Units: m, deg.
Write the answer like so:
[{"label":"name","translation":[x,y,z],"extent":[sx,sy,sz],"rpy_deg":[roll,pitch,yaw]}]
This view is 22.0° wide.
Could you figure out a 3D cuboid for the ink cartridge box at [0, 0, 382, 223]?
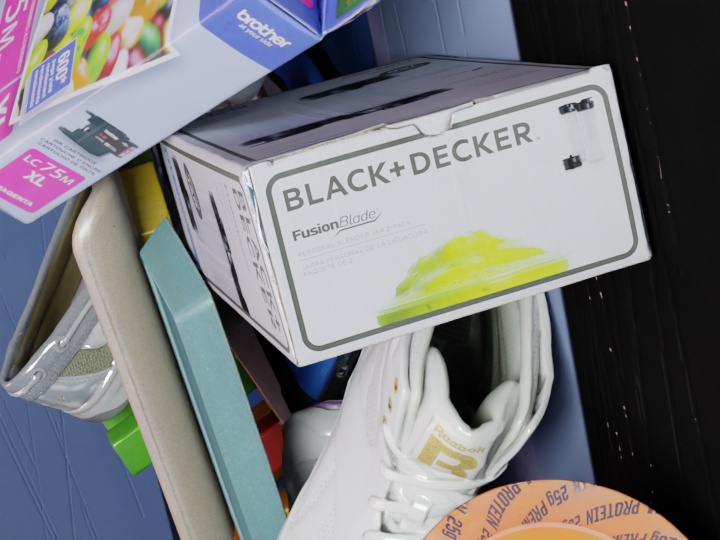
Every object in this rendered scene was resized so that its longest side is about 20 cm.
[{"label":"ink cartridge box","translation":[-0.065,-0.108,0.659],"extent":[0.199,0.042,0.120],"rpy_deg":[-24,48,38]}]

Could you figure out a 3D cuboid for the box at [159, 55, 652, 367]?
[{"label":"box","translation":[0.004,-0.028,0.619],"extent":[0.200,0.115,0.061],"rpy_deg":[-155,50,-74]}]

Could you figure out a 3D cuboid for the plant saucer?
[{"label":"plant saucer","translation":[-0.048,0.078,0.744],"extent":[0.070,0.019,0.202],"rpy_deg":[-127,19,-56]}]

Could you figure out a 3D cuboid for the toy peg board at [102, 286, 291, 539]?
[{"label":"toy peg board","translation":[-0.069,0.103,1.037],"extent":[0.200,0.097,0.200],"rpy_deg":[57,175,-20]}]

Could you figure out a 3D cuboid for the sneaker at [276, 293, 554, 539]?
[{"label":"sneaker","translation":[0.014,0.083,0.665],"extent":[0.116,0.073,0.202],"rpy_deg":[123,163,-71]}]

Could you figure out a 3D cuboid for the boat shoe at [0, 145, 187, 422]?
[{"label":"boat shoe","translation":[-0.129,-0.026,0.954],"extent":[0.074,0.064,0.204],"rpy_deg":[13,83,46]}]

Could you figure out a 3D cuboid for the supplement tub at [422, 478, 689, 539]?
[{"label":"supplement tub","translation":[0.058,0.162,0.597],"extent":[0.201,0.121,0.123],"rpy_deg":[89,161,-50]}]

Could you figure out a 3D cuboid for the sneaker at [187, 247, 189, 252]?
[{"label":"sneaker","translation":[-0.102,-0.088,1.051],"extent":[0.201,0.077,0.117],"rpy_deg":[-89,-6,-62]}]

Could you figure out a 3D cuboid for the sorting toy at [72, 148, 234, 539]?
[{"label":"sorting toy","translation":[-0.090,-0.002,0.821],"extent":[0.201,0.036,0.187],"rpy_deg":[-106,1,-56]}]

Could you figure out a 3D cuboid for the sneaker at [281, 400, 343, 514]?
[{"label":"sneaker","translation":[0.009,0.133,0.825],"extent":[0.201,0.074,0.100],"rpy_deg":[74,-163,-50]}]

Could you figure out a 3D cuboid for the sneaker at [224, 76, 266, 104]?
[{"label":"sneaker","translation":[-0.041,-0.160,0.778],"extent":[0.088,0.080,0.201],"rpy_deg":[-42,31,30]}]

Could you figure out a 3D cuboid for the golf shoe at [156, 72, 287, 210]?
[{"label":"golf shoe","translation":[-0.080,-0.091,0.845],"extent":[0.088,0.077,0.202],"rpy_deg":[5,-110,-61]}]

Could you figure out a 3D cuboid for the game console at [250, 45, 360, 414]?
[{"label":"game console","translation":[0.000,0.000,0.920],"extent":[0.172,0.117,0.200],"rpy_deg":[-65,31,24]}]
